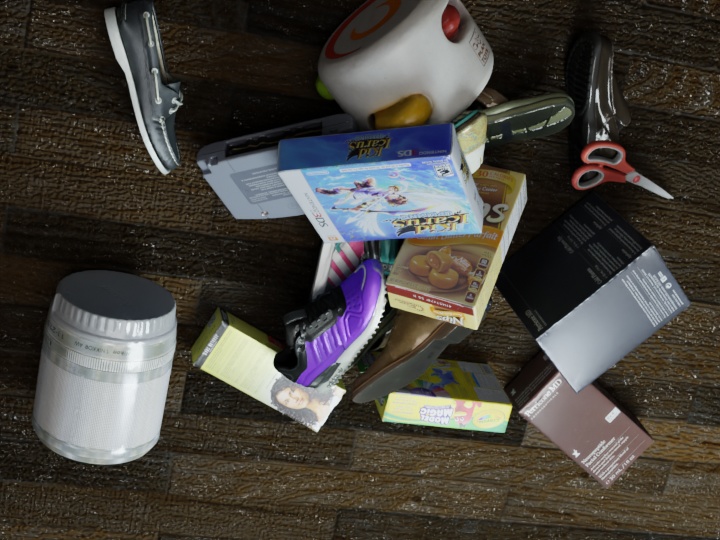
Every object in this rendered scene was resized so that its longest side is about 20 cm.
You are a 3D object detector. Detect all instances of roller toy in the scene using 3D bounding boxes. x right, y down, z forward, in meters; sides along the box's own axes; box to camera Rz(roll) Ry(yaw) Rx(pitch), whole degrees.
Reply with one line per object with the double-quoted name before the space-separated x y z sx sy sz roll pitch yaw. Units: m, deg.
"roller toy" 0.056 -0.234 1.368 0.182 0.200 0.140 -43 115 -6

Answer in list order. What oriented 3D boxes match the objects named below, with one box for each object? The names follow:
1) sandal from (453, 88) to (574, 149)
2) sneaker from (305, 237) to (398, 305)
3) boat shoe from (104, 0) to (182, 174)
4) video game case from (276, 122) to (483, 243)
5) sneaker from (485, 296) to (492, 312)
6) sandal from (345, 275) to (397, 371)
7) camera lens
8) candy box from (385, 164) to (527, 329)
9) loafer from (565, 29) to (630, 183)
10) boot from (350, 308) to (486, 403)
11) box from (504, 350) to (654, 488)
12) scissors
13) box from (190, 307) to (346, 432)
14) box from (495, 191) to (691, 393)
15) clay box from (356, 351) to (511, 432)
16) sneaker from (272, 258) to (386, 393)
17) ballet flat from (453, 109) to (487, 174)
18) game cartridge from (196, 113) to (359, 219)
"sandal" 0.163 -0.193 1.473 0.197 0.058 0.080 -8 155 2
"sneaker" 0.000 0.000 1.515 0.119 0.084 0.203 14 108 -7
"boat shoe" -0.237 -0.211 1.378 0.059 0.076 0.203 -16 115 1
"video game case" 0.027 -0.093 1.347 0.196 0.046 0.182 -3 155 16
"sneaker" 0.156 -0.009 1.521 0.072 0.112 0.201 27 106 -30
"sandal" 0.027 0.068 1.551 0.201 0.080 0.057 -43 128 7
"camera lens" -0.310 0.121 1.451 0.157 0.160 0.203 8 110 -15
"candy box" 0.119 -0.037 1.447 0.114 0.202 0.056 14 151 18
"loafer" 0.302 -0.208 1.502 0.070 0.073 0.203 -12 123 -11
"boot" 0.059 0.086 1.474 0.199 0.076 0.074 -40 157 8
"box" 0.306 0.202 1.665 0.199 0.075 0.100 40 100 -21
"scissors" 0.349 -0.126 1.525 0.197 0.014 0.074 5 126 -32
"box" -0.119 0.130 1.557 0.198 0.050 0.076 30 103 -21
"box" 0.286 0.023 1.517 0.181 0.200 0.104 -38 115 6
"clay box" 0.089 0.159 1.577 0.196 0.115 0.048 7 112 -14
"sneaker" -0.044 0.064 1.457 0.098 0.070 0.202 18 119 -24
"ballet flat" 0.106 -0.136 1.381 0.069 0.200 0.072 2 84 -19
"game cartridge" -0.079 -0.117 1.416 0.197 0.041 0.134 -10 143 16
